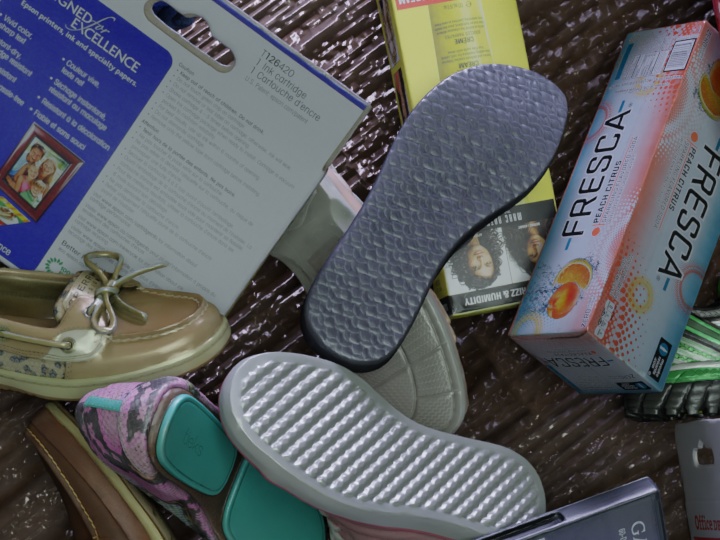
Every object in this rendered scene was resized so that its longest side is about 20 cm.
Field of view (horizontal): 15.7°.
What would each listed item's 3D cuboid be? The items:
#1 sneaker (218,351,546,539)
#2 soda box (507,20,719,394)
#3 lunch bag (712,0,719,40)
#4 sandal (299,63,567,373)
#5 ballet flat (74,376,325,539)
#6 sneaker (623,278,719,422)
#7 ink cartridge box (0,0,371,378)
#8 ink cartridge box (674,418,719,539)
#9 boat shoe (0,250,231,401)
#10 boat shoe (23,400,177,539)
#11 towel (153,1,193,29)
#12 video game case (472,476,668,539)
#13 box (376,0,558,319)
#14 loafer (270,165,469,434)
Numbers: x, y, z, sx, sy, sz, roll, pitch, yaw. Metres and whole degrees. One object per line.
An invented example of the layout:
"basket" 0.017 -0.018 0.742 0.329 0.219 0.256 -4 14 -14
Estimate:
"sneaker" -0.009 0.110 1.375 0.200 0.104 0.076 24 60 -29
"soda box" 0.154 -0.035 1.415 0.068 0.063 0.201 37 65 -32
"lunch bag" 0.260 -0.153 1.431 0.082 0.176 0.201 -5 97 31
"sandal" 0.034 -0.032 1.384 0.076 0.043 0.200 39 72 4
"ballet flat" -0.086 0.104 1.365 0.071 0.200 0.069 14 73 32
"sneaker" 0.243 0.034 1.445 0.199 0.078 0.086 -4 84 -8
"ink cartridge box" -0.122 -0.072 1.376 0.197 0.047 0.200 36 111 -2
"ink cartridge box" 0.229 0.175 1.410 0.067 0.116 0.201 -9 87 -9
"boat shoe" -0.167 0.026 1.359 0.199 0.073 0.063 -3 113 13
"boat shoe" -0.124 0.162 1.384 0.067 0.072 0.201 -34 87 -6
"towel" -0.113 -0.234 1.403 0.048 0.112 0.201 -1 85 -8
"video game case" 0.075 0.202 1.380 0.199 0.019 0.143 -19 122 -10
"box" 0.062 -0.077 1.444 0.075 0.050 0.201 -9 86 -9
"loafer" 0.000 0.000 1.424 0.072 0.063 0.200 -34 93 25
